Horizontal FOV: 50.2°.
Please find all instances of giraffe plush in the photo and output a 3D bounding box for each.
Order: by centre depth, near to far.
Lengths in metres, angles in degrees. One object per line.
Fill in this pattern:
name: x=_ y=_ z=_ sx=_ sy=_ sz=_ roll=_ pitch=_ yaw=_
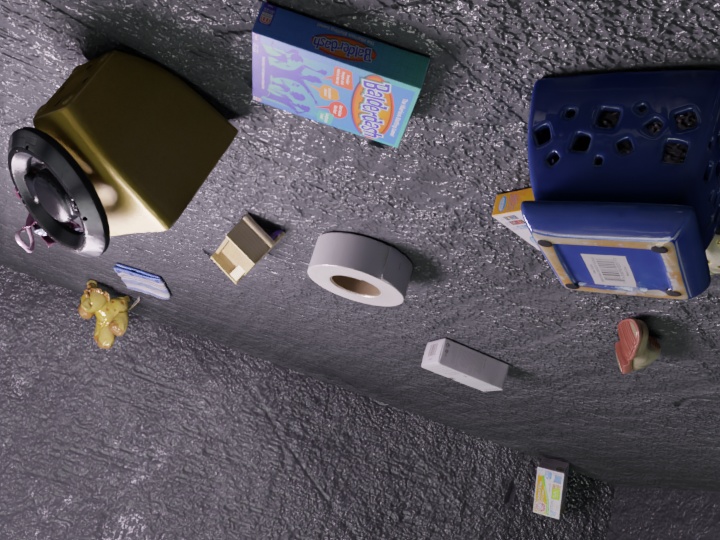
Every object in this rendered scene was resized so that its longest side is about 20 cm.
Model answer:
giraffe plush: x=-0.839 y=0.127 z=2.487 sx=0.162 sy=0.201 sz=0.172 roll=36 pitch=179 yaw=-33

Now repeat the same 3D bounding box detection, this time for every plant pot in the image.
plant pot: x=0.286 y=-0.081 z=0.829 sx=0.198 sy=0.182 sz=0.200 roll=5 pitch=158 yaw=31
plant pot: x=-0.337 y=-0.190 z=1.091 sx=0.194 sy=0.196 sz=0.200 roll=-2 pitch=140 yaw=45

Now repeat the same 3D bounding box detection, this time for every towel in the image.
towel: x=-0.641 y=0.036 z=2.267 sx=0.145 sy=0.024 sz=0.200 roll=17 pitch=162 yaw=0

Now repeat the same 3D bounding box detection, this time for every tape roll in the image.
tape roll: x=0.000 y=0.000 z=1.499 sx=0.200 sy=0.072 sz=0.203 roll=16 pitch=161 yaw=6

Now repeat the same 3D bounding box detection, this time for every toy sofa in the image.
toy sofa: x=-0.234 y=-0.051 z=1.577 sx=0.083 sy=0.098 sz=0.200 roll=45 pitch=157 yaw=-5

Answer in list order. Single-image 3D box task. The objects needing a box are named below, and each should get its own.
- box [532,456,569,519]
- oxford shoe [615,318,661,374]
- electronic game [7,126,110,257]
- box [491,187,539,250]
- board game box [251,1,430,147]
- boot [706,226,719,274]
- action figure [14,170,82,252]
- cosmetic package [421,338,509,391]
box: x=0.757 y=0.865 z=3.057 sx=0.111 sy=0.203 sz=0.101 roll=8 pitch=-165 yaw=25
oxford shoe: x=0.526 y=0.134 z=1.444 sx=0.073 sy=0.072 sz=0.200 roll=-12 pitch=155 yaw=7
electronic game: x=-0.421 y=-0.105 z=1.071 sx=0.198 sy=0.042 sz=0.202 roll=27 pitch=139 yaw=26
box: x=0.280 y=-0.075 z=1.076 sx=0.118 sy=0.042 sz=0.199 roll=29 pitch=156 yaw=-32
board game box: x=-0.030 y=-0.226 z=0.915 sx=0.197 sy=0.046 sz=0.152 roll=17 pitch=162 yaw=-2
boot: x=0.459 y=-0.048 z=0.940 sx=0.199 sy=0.073 sz=0.154 roll=25 pitch=162 yaw=-40
action figure: x=-0.674 y=-0.133 z=1.611 sx=0.200 sy=0.148 sz=0.134 roll=45 pitch=162 yaw=23
cosmetic package: x=0.266 y=0.243 z=1.954 sx=0.198 sy=0.075 sz=0.102 roll=24 pitch=161 yaw=-16
